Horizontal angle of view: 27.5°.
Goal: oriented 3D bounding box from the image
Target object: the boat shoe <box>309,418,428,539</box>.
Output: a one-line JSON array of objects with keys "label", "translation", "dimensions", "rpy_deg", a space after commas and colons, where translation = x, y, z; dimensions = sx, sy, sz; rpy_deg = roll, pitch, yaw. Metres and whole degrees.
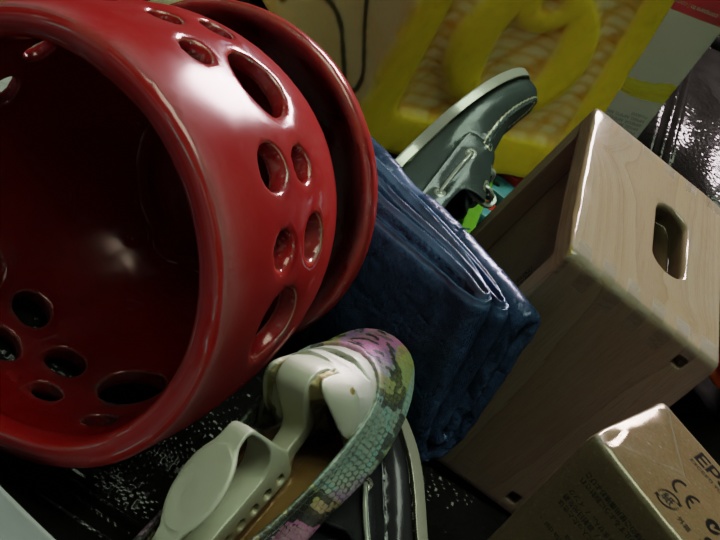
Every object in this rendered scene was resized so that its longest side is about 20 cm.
[{"label": "boat shoe", "translation": [-0.010, 0.122, 0.699], "dimensions": [0.062, 0.073, 0.201], "rpy_deg": [14, 46, -33]}]

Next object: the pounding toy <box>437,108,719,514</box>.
[{"label": "pounding toy", "translation": [0.142, 0.015, 0.847], "dimensions": [0.142, 0.184, 0.200], "rpy_deg": [37, 35, -11]}]

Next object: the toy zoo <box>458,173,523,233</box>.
[{"label": "toy zoo", "translation": [0.122, -0.008, 1.000], "dimensions": [0.199, 0.020, 0.131], "rpy_deg": [33, 35, -6]}]

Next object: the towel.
[{"label": "towel", "translation": [0.000, 0.000, 0.784], "dimensions": [0.048, 0.112, 0.200], "rpy_deg": [-2, 38, -46]}]

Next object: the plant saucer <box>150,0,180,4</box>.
[{"label": "plant saucer", "translation": [-0.172, -0.208, 0.950], "dimensions": [0.199, 0.049, 0.201], "rpy_deg": [3, 47, -37]}]

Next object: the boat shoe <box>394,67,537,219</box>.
[{"label": "boat shoe", "translation": [0.049, -0.050, 0.901], "dimensions": [0.062, 0.073, 0.200], "rpy_deg": [45, 63, 7]}]

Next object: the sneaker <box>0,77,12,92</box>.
[{"label": "sneaker", "translation": [-0.206, -0.068, 0.759], "dimensions": [0.089, 0.075, 0.200], "rpy_deg": [58, 38, 0]}]

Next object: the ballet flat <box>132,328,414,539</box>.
[{"label": "ballet flat", "translation": [-0.039, 0.084, 0.661], "dimensions": [0.069, 0.071, 0.200], "rpy_deg": [19, 53, 30]}]

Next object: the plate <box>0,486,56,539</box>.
[{"label": "plate", "translation": [-0.169, 0.164, 0.537], "dimensions": [0.199, 0.032, 0.200], "rpy_deg": [40, 35, 13]}]

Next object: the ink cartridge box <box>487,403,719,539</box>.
[{"label": "ink cartridge box", "translation": [0.137, 0.190, 0.667], "dimensions": [0.075, 0.165, 0.200], "rpy_deg": [-15, 61, -51]}]

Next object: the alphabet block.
[{"label": "alphabet block", "translation": [0.068, -0.204, 1.006], "dimensions": [0.195, 0.196, 0.200], "rpy_deg": [5, 39, -33]}]

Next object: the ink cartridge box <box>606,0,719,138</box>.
[{"label": "ink cartridge box", "translation": [0.195, -0.199, 1.124], "dimensions": [0.083, 0.200, 0.146], "rpy_deg": [13, 41, -25]}]

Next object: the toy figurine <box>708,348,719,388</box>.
[{"label": "toy figurine", "translation": [0.287, 0.118, 0.944], "dimensions": [0.200, 0.150, 0.185], "rpy_deg": [25, 43, -59]}]

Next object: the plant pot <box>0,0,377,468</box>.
[{"label": "plant pot", "translation": [-0.103, -0.029, 0.689], "dimensions": [0.200, 0.201, 0.182], "rpy_deg": [45, 27, 11]}]
